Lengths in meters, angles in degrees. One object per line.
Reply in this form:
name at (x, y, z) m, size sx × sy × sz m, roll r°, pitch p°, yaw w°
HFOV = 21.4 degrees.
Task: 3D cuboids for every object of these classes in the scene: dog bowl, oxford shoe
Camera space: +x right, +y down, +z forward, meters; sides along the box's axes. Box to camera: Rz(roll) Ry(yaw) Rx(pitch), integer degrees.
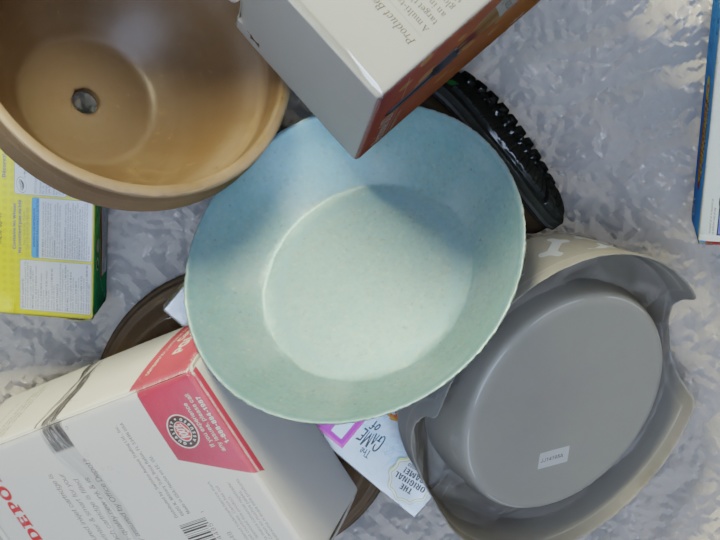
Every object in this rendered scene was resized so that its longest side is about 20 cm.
dog bowl at (0.109, 0.068, 1.123) m, size 0.200 × 0.059 × 0.200 m, roll -17°, pitch 124°, yaw -26°
oxford shoe at (0.036, -0.085, 1.135) m, size 0.200 × 0.073 × 0.084 m, roll 43°, pitch 108°, yaw 6°

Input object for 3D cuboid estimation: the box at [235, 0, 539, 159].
box at (0.042, -0.175, 1.024) m, size 0.200 × 0.152 × 0.106 m, roll -42°, pitch 87°, yaw -9°

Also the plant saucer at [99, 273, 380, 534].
plant saucer at (-0.074, 0.095, 1.213) m, size 0.200 × 0.029 × 0.200 m, roll 2°, pitch 106°, yaw 5°

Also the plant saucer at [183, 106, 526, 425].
plant saucer at (0.000, 0.000, 1.072) m, size 0.201 × 0.039 × 0.201 m, roll -9°, pitch 61°, yaw 16°

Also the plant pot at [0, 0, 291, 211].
plant pot at (-0.148, -0.116, 1.106) m, size 0.201 × 0.201 × 0.093 m, roll 40°, pitch 145°, yaw -6°

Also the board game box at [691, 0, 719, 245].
board game box at (0.300, -0.110, 1.106) m, size 0.195 × 0.056 × 0.200 m, roll 5°, pitch 105°, yaw 4°

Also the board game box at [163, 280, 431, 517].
board game box at (-0.001, 0.035, 1.162) m, size 0.200 × 0.034 × 0.135 m, roll 40°, pitch 91°, yaw -7°

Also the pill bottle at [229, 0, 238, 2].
pill bottle at (-0.127, -0.238, 1.047) m, size 0.200 × 0.112 × 0.112 m, roll 34°, pitch 106°, yaw -14°

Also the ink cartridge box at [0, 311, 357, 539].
ink cartridge box at (-0.126, 0.126, 1.149) m, size 0.200 × 0.085 × 0.146 m, roll -22°, pitch 108°, yaw 30°

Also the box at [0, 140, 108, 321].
box at (-0.258, -0.036, 1.185) m, size 0.200 × 0.048 × 0.118 m, roll 5°, pitch 106°, yaw 2°
